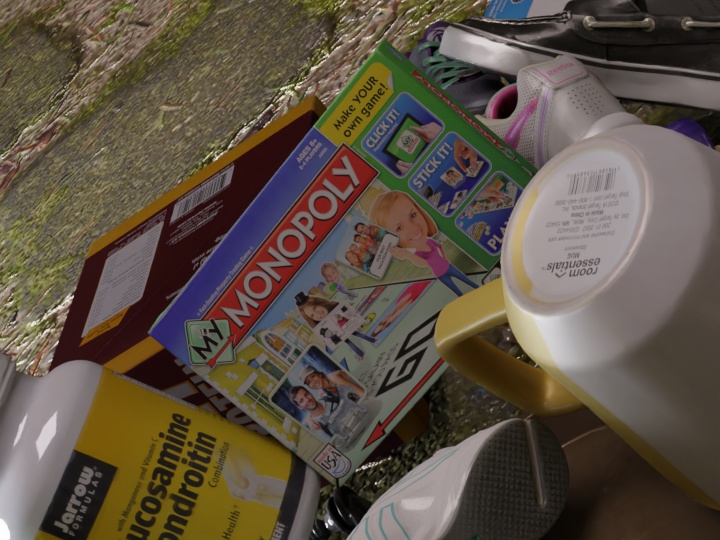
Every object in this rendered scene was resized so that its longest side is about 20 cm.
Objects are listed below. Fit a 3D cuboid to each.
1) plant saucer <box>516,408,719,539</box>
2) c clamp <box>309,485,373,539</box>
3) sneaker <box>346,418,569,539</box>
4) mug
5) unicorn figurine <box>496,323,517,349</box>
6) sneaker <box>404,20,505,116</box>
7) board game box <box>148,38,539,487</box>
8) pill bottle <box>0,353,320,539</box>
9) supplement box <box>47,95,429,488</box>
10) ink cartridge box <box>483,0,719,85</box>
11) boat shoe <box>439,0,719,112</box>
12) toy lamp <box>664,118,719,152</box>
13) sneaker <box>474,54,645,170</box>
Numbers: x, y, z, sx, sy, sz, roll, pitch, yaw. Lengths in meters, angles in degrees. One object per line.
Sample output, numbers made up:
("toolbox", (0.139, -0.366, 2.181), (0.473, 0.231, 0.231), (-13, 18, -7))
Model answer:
("plant saucer", (0.110, 0.137, 0.905), (0.199, 0.029, 0.201), (-32, 33, 23))
("c clamp", (-0.056, 0.188, 1.047), (0.199, 0.027, 0.172), (-33, 32, 21))
("sneaker", (0.019, 0.150, 0.894), (0.200, 0.071, 0.080), (-39, 12, -32))
("mug", (0.130, 0.024, 0.816), (0.187, 0.153, 0.150), (-47, 38, 19))
("unicorn figurine", (0.161, 0.004, 0.974), (0.200, 0.074, 0.137), (-38, 27, -20))
("sneaker", (0.053, -0.114, 1.148), (0.074, 0.088, 0.200), (-10, 2, -10))
("board game box", (0.000, 0.000, 0.955), (0.200, 0.134, 0.029), (-50, 5, 20))
("pill bottle", (-0.130, 0.116, 0.986), (0.112, 0.199, 0.113), (-157, 90, -80))
("supplement box", (-0.070, 0.036, 1.122), (0.196, 0.133, 0.201), (-31, 27, 22))
("ink cartridge box", (0.188, -0.189, 1.147), (0.199, 0.086, 0.147), (-8, 46, 44))
("boat shoe", (0.145, -0.131, 1.052), (0.198, 0.071, 0.064), (10, 96, 13))
("toy lamp", (0.217, -0.065, 0.909), (0.198, 0.059, 0.058), (-19, 29, -9))
("sneaker", (0.100, -0.058, 1.033), (0.081, 0.089, 0.200), (-23, -14, -27))
